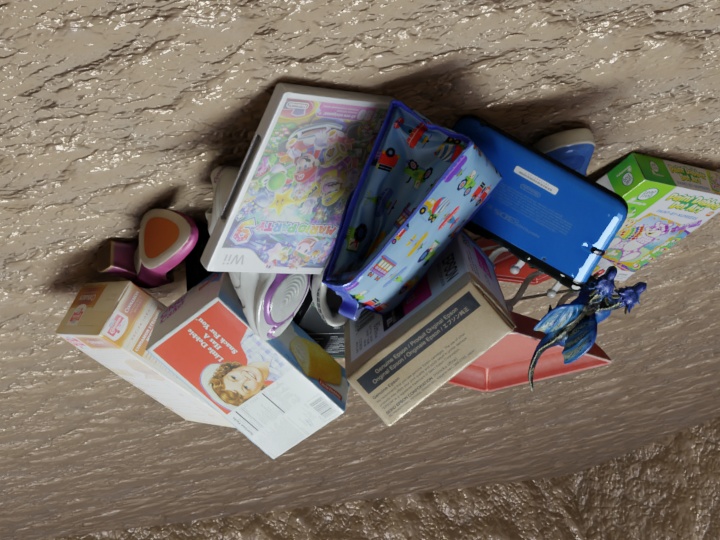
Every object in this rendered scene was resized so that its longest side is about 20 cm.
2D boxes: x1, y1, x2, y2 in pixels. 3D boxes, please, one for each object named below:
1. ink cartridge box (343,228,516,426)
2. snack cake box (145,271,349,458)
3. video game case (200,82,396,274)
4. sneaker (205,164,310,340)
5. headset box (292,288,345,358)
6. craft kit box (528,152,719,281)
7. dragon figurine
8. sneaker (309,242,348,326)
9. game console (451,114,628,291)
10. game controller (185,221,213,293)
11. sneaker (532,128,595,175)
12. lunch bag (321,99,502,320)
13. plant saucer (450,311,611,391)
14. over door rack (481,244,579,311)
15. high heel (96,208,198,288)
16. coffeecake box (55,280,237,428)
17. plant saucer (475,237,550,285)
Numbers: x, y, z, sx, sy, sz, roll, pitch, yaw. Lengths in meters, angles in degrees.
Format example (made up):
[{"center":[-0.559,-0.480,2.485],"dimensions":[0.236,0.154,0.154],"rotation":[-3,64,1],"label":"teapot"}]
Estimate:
[{"center":[0.065,0.050,1.620],"dimensions":[0.164,0.075,0.200],"rotation":[-40,-165,10],"label":"ink cartridge box"},{"center":[-0.119,0.100,1.708],"dimensions":[0.115,0.067,0.200],"rotation":[-34,115,28],"label":"snack cake box"},{"center":[-0.057,-0.083,1.495],"dimensions":[0.142,0.018,0.201],"rotation":[1,126,-41],"label":"video game case"},{"center":[-0.107,-0.022,1.603],"dimensions":[0.075,0.099,0.202],"rotation":[-32,133,-33],"label":"sneaker"},{"center":[0.000,0.000,1.762],"dimensions":[0.173,0.093,0.201],"rotation":[-2,137,-33],"label":"headset box"},{"center":[0.328,-0.062,1.929],"dimensions":[0.199,0.049,0.197],"rotation":[6,141,-44],"label":"craft kit box"},{"center":[0.228,0.059,1.700],"dimensions":[0.200,0.059,0.099],"rotation":[-44,178,24],"label":"dragon figurine"},{"center":[-0.001,-0.041,1.591],"dimensions":[0.076,0.202,0.081],"rotation":[12,-159,-6],"label":"sneaker"},{"center":[0.170,-0.075,1.664],"dimensions":[0.171,0.199,0.119],"rotation":[-62,179,35],"label":"game console"},{"center":[-0.153,0.029,1.771],"dimensions":[0.104,0.042,0.201],"rotation":[27,146,16],"label":"game controller"},{"center":[0.226,-0.076,1.749],"dimensions":[0.076,0.112,0.200],"rotation":[-9,163,-10],"label":"sneaker"},{"center":[0.040,-0.040,1.514],"dimensions":[0.094,0.201,0.150],"rotation":[29,179,19],"label":"lunch bag"},{"center":[0.165,0.096,1.882],"dimensions":[0.199,0.037,0.199],"rotation":[-16,157,41],"label":"plant saucer"},{"center":[0.168,0.018,1.903],"dimensions":[0.147,0.067,0.199],"rotation":[31,164,-36],"label":"over door rack"},{"center":[-0.201,-0.017,1.686],"dimensions":[0.095,0.068,0.199],"rotation":[11,158,-33],"label":"high heel"},{"center":[-0.231,0.096,1.805],"dimensions":[0.199,0.073,0.153],"rotation":[37,162,-24],"label":"coffeecake box"},{"center":[0.241,-0.027,2.063],"dimensions":[0.199,0.037,0.199],"rotation":[-25,160,37],"label":"plant saucer"}]
